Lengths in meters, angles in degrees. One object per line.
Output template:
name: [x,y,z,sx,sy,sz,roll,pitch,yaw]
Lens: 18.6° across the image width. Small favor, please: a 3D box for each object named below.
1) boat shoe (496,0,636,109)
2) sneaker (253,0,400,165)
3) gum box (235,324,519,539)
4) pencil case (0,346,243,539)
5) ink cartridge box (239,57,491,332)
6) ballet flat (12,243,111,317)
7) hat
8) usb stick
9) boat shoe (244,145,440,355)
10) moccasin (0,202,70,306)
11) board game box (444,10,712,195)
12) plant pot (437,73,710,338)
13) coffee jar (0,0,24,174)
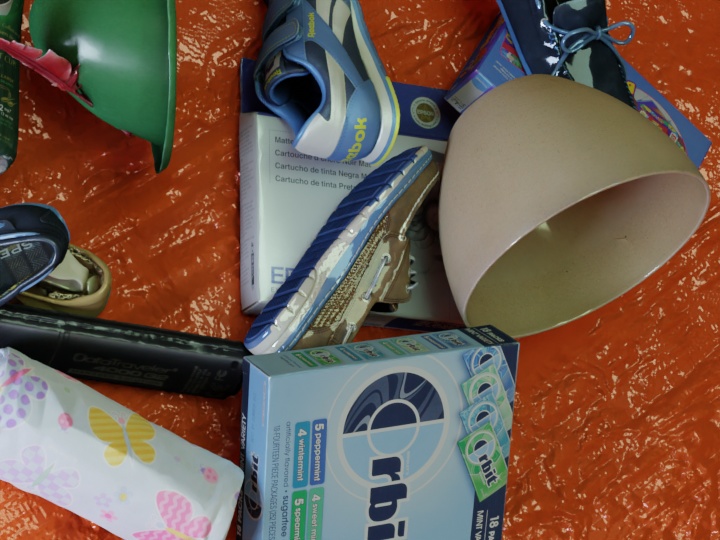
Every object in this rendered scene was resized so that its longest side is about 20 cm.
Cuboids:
boat shoe: [0.153,-0.191,1.673,0.084,0.069,0.201,-28,84,-43]
sneaker: [-0.041,-0.165,1.608,0.082,0.074,0.201,-7,58,-30]
gum box: [0.011,0.134,1.537,0.199,0.044,0.171,-6,110,-29]
pencil case: [-0.176,0.129,1.468,0.199,0.091,0.083,30,46,-16]
ink cartridge box: [0.005,-0.059,1.642,0.198,0.041,0.202,6,72,-25]
ballet flat: [-0.257,-0.023,1.486,0.199,0.063,0.069,22,65,-19]
hat: [-0.219,-0.156,1.496,0.175,0.201,0.167,-3,54,-11]
usb stick: [-0.172,0.055,1.511,0.199,0.056,0.033,10,47,-24]
boat shoe: [0.000,0.000,1.564,0.072,0.072,0.200,43,73,-15]
moccasin: [-0.284,0.010,1.419,0.199,0.068,0.081,-31,108,-3]
board game box: [0.174,-0.118,1.726,0.200,0.045,0.135,42,47,-10]
plant pot: [0.135,-0.062,1.593,0.199,0.201,0.135,-13,62,-29]
coffee jar: [-0.279,-0.169,1.505,0.104,0.085,0.201,17,68,-32]
